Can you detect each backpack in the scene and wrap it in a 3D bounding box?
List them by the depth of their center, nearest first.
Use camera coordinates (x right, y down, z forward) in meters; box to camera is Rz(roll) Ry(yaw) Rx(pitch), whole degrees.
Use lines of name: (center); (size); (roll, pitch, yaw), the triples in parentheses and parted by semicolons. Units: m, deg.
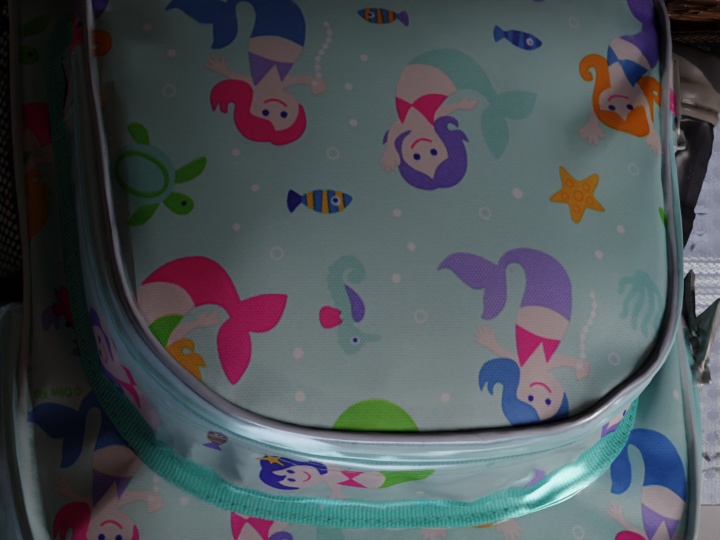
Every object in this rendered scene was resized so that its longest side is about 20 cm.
backpack: (-0.005, 0.018, 0.692); (0.176, 0.201, 0.151); (4, 159, -11)

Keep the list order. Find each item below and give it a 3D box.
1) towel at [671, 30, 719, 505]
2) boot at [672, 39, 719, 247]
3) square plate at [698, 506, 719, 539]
towel: (0.134, 0.002, 0.936); (0.191, 0.201, 0.035); (0, -137, 5)
boot: (0.000, 0.000, 0.835); (0.199, 0.152, 0.073); (5, 180, -5)
square plate: (0.108, 0.011, 0.998); (0.197, 0.201, 0.028); (2, -149, 0)
